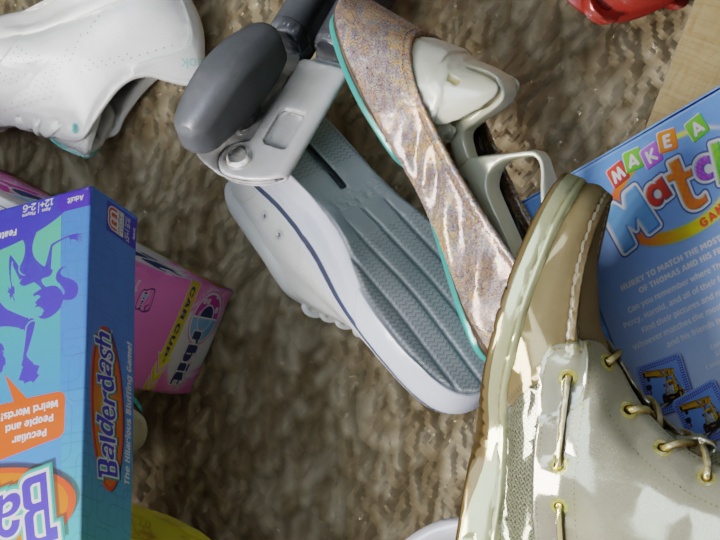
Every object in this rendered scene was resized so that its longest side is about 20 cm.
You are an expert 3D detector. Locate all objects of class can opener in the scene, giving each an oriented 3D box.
[{"bbox_3d":[-0.021,-0.126,0.824,0.052,0.067,0.201,19,61,22],"label":"can opener"}]

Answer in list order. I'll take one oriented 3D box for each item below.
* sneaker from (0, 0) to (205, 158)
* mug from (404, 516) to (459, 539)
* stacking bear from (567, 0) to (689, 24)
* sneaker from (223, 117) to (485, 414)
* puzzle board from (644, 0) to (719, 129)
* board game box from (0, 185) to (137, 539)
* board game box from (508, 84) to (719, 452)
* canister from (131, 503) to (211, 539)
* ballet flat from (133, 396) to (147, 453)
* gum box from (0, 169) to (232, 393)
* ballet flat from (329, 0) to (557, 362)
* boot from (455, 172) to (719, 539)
[{"bbox_3d":[-0.178,-0.099,0.923,0.199,0.075,0.089,-21,88,18],"label":"sneaker"},{"bbox_3d":[0.035,0.210,0.760,0.174,0.148,0.201,20,73,26],"label":"mug"},{"bbox_3d":[0.107,-0.218,0.796,0.113,0.121,0.201,-25,83,46],"label":"stacking bear"},{"bbox_3d":[0.000,0.000,0.835,0.200,0.073,0.071,54,144,26],"label":"sneaker"},{"bbox_3d":[0.222,-0.060,0.750,0.199,0.017,0.152,27,100,39],"label":"puzzle board"},{"bbox_3d":[-0.178,0.074,0.759,0.151,0.045,0.201,-13,65,22],"label":"board game box"},{"bbox_3d":[0.155,0.036,0.758,0.151,0.036,0.201,-30,73,36],"label":"board game box"},{"bbox_3d":[-0.136,0.235,0.822,0.086,0.149,0.201,22,97,-19],"label":"canister"},{"bbox_3d":[-0.167,0.103,0.849,0.200,0.069,0.070,-24,71,59],"label":"ballet flat"},{"bbox_3d":[-0.184,-0.007,0.885,0.199,0.113,0.066,26,94,23],"label":"gum box"},{"bbox_3d":[0.054,-0.054,0.780,0.067,0.068,0.201,-30,83,32],"label":"ballet flat"},{"bbox_3d":[0.128,0.069,0.692,0.154,0.072,0.202,12,97,18],"label":"boot"}]
